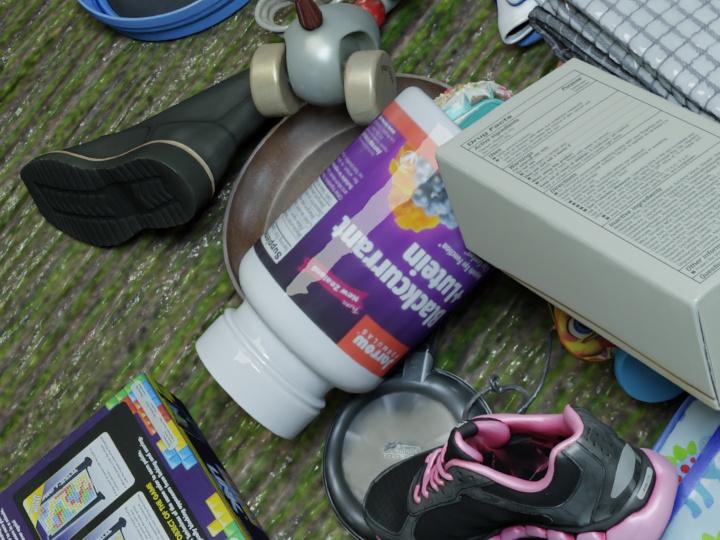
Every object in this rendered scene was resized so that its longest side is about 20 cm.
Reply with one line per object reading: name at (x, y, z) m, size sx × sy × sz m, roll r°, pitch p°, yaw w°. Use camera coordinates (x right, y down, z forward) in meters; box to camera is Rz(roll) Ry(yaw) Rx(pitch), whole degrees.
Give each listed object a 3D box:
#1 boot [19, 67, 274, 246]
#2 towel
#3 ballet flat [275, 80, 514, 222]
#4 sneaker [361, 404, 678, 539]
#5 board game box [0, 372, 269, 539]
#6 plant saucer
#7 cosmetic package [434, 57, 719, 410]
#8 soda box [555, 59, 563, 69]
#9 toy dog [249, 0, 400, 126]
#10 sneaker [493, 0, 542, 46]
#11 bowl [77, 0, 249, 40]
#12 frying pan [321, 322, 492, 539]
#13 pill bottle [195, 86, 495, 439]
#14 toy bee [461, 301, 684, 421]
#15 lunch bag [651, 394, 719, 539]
boot at (-0.144, -0.089, 1.187) m, size 0.199 × 0.078 × 0.138 m, roll 3°, pitch 40°, yaw 43°
towel at (0.208, -0.144, 0.891) m, size 0.165 × 0.086 × 0.200 m, roll -37°, pitch 54°, yaw -10°
ballet flat at (0.019, -0.050, 1.035) m, size 0.199 × 0.076 × 0.064 m, roll -33°, pitch 21°, yaw 0°
sneaker at (0.066, 0.107, 0.867) m, size 0.199 × 0.095 × 0.079 m, roll -14°, pitch 47°, yaw 43°
board game box at (-0.143, 0.190, 1.012) m, size 0.165 × 0.057 × 0.200 m, roll -40°, pitch 52°, yaw 3°
plant saucer at (0.003, -0.040, 1.089) m, size 0.199 × 0.034 × 0.201 m, roll -13°, pitch 57°, yaw 21°
cosmetic package at (0.139, -0.025, 0.815) m, size 0.103 × 0.073 × 0.200 m, roll -34°, pitch 38°, yaw -16°
soda box at (0.163, -0.112, 1.031) m, size 0.068 × 0.064 × 0.201 m, roll 15°, pitch 70°, yaw 33°
toy dog at (-0.015, -0.182, 1.108) m, size 0.131 × 0.097 × 0.201 m, roll -10°, pitch 40°, yaw 3°
sneaker at (0.091, -0.223, 1.124) m, size 0.199 × 0.081 × 0.147 m, roll 6°, pitch 60°, yaw 24°
bowl at (-0.139, -0.269, 1.299) m, size 0.200 × 0.039 × 0.202 m, roll -13°, pitch 57°, yaw 20°
frying pan at (0.046, 0.079, 0.980) m, size 0.115 × 0.031 × 0.191 m, roll 27°, pitch 86°, yaw 25°
pill bottle at (0.000, 0.000, 0.955) m, size 0.200 × 0.111 × 0.111 m, roll -46°, pitch 51°, yaw 6°
toy bee at (0.150, 0.022, 0.905) m, size 0.199 × 0.109 × 0.131 m, roll -30°, pitch 36°, yaw -13°
lunch bag at (0.194, 0.165, 0.838) m, size 0.160 × 0.083 × 0.200 m, roll 29°, pitch 76°, yaw 40°
